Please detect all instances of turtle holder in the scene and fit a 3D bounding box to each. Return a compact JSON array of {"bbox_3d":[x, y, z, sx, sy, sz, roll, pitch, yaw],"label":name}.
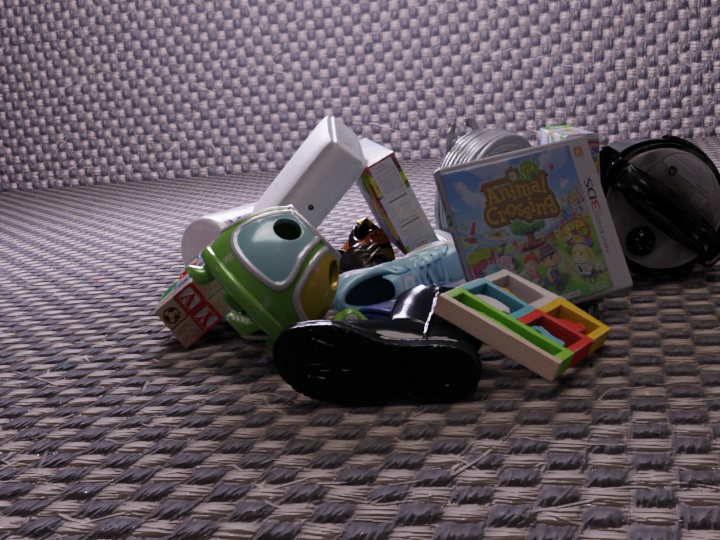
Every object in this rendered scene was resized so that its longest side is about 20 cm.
[{"bbox_3d":[-0.083,0.013,1.099,0.132,0.141,0.185,-45,42,-1],"label":"turtle holder"}]

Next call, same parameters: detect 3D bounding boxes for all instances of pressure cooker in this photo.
[{"bbox_3d":[0.377,-0.082,1.333,0.174,0.181,0.200,-6,7,3],"label":"pressure cooker"}]

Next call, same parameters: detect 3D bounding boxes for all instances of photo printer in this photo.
[{"bbox_3d":[-0.079,-0.099,1.367,0.069,0.200,0.167,36,15,-15],"label":"photo printer"}]

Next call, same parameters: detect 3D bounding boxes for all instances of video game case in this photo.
[{"bbox_3d":[0.194,-0.044,1.145,0.198,0.184,0.022,-14,-6,-22],"label":"video game case"}]

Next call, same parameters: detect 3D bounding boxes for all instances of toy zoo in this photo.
[{"bbox_3d":[0.168,0.046,1.017,0.131,0.021,0.199,31,22,22],"label":"toy zoo"}]

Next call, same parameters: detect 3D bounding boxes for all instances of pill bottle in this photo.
[{"bbox_3d":[-0.176,-0.045,1.609,0.110,0.112,0.199,2,13,34],"label":"pill bottle"}]

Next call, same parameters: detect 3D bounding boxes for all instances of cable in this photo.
[{"bbox_3d":[0.191,-0.104,1.489,0.199,0.202,0.069,15,-1,-42],"label":"cable"}]

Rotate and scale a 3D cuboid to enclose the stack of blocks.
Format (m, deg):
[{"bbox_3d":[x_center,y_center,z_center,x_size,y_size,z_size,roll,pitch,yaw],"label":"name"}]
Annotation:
[{"bbox_3d":[-0.190,0.017,1.299,0.115,0.059,0.200,-40,12,2],"label":"stack of blocks"}]

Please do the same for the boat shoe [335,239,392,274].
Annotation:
[{"bbox_3d":[0.000,0.000,1.380,0.198,0.074,0.074,3,14,38],"label":"boat shoe"}]

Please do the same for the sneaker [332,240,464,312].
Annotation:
[{"bbox_3d":[0.059,0.018,1.269,0.198,0.075,0.082,-19,11,-4],"label":"sneaker"}]

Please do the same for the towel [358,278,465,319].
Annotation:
[{"bbox_3d":[0.116,0.032,1.190,0.198,0.024,0.146,-14,13,-31],"label":"towel"}]

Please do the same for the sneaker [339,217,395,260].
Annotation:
[{"bbox_3d":[0.010,-0.036,1.513,0.069,0.091,0.200,-8,11,-12],"label":"sneaker"}]

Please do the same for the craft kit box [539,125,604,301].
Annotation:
[{"bbox_3d":[0.267,-0.079,1.313,0.048,0.202,0.198,-4,11,4],"label":"craft kit box"}]

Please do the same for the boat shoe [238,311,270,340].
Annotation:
[{"bbox_3d":[-0.115,0.041,1.272,0.073,0.064,0.201,-4,12,-4],"label":"boat shoe"}]

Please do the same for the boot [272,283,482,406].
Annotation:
[{"bbox_3d":[0.028,0.067,1.005,0.198,0.077,0.168,3,16,8],"label":"boot"}]

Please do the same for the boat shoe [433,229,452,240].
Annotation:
[{"bbox_3d":[0.105,-0.008,1.404,0.066,0.071,0.200,-9,19,-24],"label":"boat shoe"}]

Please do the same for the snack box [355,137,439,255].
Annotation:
[{"bbox_3d":[0.038,-0.103,1.439,0.053,0.143,0.200,-28,16,-3],"label":"snack box"}]

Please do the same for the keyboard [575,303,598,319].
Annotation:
[{"bbox_3d":[0.172,0.049,1.183,0.198,0.021,0.127,-2,12,14],"label":"keyboard"}]
